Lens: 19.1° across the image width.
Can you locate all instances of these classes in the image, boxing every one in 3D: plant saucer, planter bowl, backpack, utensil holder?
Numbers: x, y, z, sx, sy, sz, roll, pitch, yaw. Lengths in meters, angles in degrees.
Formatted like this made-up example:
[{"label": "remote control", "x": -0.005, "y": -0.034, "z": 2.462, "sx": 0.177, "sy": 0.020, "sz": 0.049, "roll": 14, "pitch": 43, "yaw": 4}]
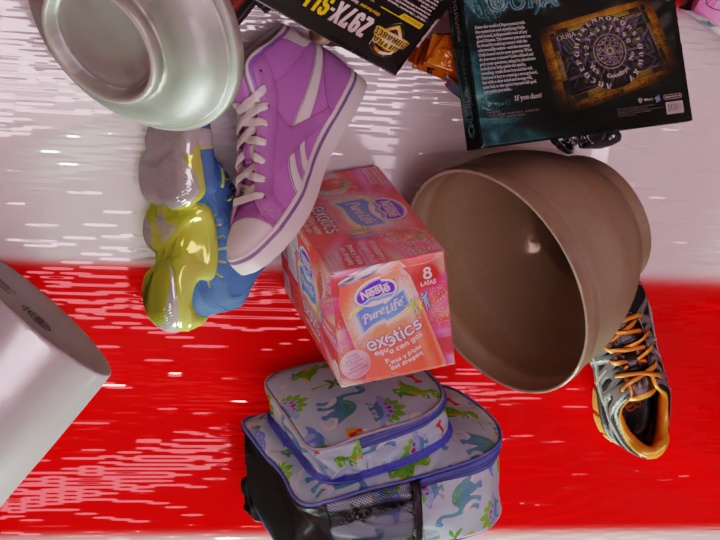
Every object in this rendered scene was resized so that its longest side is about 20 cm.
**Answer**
[{"label": "plant saucer", "x": -0.180, "y": -0.180, "z": 1.582, "sx": 0.050, "sy": 0.200, "sz": 0.200, "roll": -47, "pitch": 126, "yaw": -38}, {"label": "planter bowl", "x": 0.154, "y": -0.017, "z": 1.772, "sx": 0.135, "sy": 0.200, "sz": 0.200, "roll": -30, "pitch": 122, "yaw": -35}, {"label": "backpack", "x": 0.016, "y": 0.156, "z": 1.790, "sx": 0.200, "sy": 0.183, "sz": 0.147, "roll": -9, "pitch": 116, "yaw": -20}, {"label": "utensil holder", "x": -0.316, "y": 0.104, "z": 1.669, "sx": 0.200, "sy": 0.170, "sz": 0.170, "roll": -47, "pitch": 118, "yaw": 3}]

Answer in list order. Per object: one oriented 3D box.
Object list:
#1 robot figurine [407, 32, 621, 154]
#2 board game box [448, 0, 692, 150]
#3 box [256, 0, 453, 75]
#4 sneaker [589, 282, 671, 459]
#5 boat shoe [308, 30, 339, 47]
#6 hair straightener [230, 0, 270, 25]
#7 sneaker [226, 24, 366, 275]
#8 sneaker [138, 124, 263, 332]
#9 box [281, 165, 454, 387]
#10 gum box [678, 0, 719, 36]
[{"label": "robot figurine", "x": 0.144, "y": -0.180, "z": 1.746, "sx": 0.200, "sy": 0.058, "sz": 0.145, "roll": 20, "pitch": 82, "yaw": -24}, {"label": "board game box", "x": 0.168, "y": -0.174, "z": 1.709, "sx": 0.200, "sy": 0.028, "sz": 0.135, "roll": -8, "pitch": 91, "yaw": -25}, {"label": "box", "x": 0.003, "y": -0.249, "z": 1.586, "sx": 0.200, "sy": 0.049, "sz": 0.160, "roll": 22, "pitch": 113, "yaw": -46}, {"label": "sneaker", "x": 0.236, "y": 0.078, "z": 1.887, "sx": 0.078, "sy": 0.077, "sz": 0.200, "roll": -22, "pitch": 116, "yaw": -6}, {"label": "boat shoe", "x": 0.029, "y": -0.257, "z": 1.682, "sx": 0.065, "sy": 0.072, "sz": 0.200, "roll": 26, "pitch": 99, "yaw": -25}, {"label": "hair straightener", "x": -0.080, "y": -0.235, "z": 1.654, "sx": 0.041, "sy": 0.077, "sz": 0.200, "roll": 31, "pitch": 72, "yaw": 10}, {"label": "sneaker", "x": -0.083, "y": -0.101, "z": 1.680, "sx": 0.114, "sy": 0.073, "sz": 0.201, "roll": 37, "pitch": 60, "yaw": -27}, {"label": "sneaker", "x": -0.121, "y": -0.050, "z": 1.730, "sx": 0.105, "sy": 0.076, "sz": 0.200, "roll": -8, "pitch": 117, "yaw": -33}, {"label": "box", "x": 0.000, "y": 0.000, "z": 1.707, "sx": 0.095, "sy": 0.200, "sz": 0.103, "roll": -11, "pitch": 114, "yaw": -11}, {"label": "gum box", "x": 0.367, "y": -0.269, "z": 1.762, "sx": 0.113, "sy": 0.066, "sz": 0.200, "roll": 32, "pitch": 94, "yaw": -7}]
